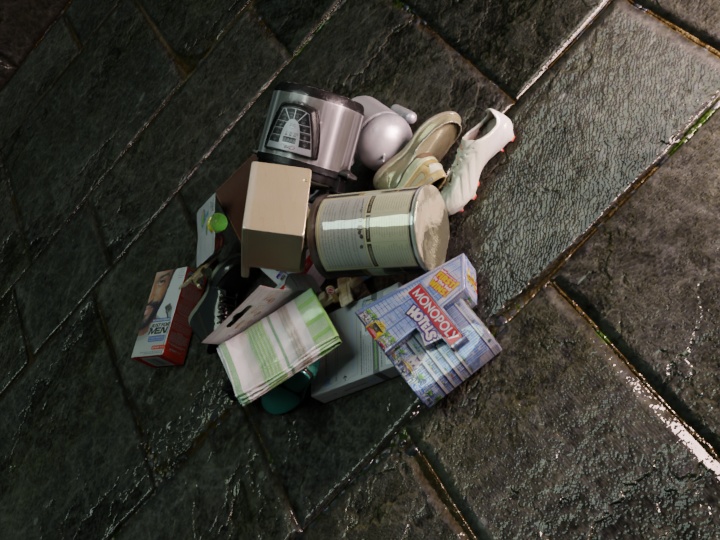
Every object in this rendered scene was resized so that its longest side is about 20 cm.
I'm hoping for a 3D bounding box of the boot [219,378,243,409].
[{"bbox_3d":[-0.172,0.160,1.750,0.198,0.073,0.163,-48,-2,-20],"label":"boot"}]

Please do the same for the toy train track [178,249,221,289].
[{"bbox_3d":[-0.317,-0.001,2.002,0.115,0.033,0.200,-41,11,7],"label":"toy train track"}]

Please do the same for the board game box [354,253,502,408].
[{"bbox_3d":[0.124,0.079,1.534,0.200,0.062,0.200,-40,50,1],"label":"board game box"}]

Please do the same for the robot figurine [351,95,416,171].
[{"bbox_3d":[0.025,-0.259,1.829,0.169,0.113,0.200,-37,41,-7],"label":"robot figurine"}]

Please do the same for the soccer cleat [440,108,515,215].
[{"bbox_3d":[0.185,-0.187,1.658,0.200,0.077,0.069,-55,41,2],"label":"soccer cleat"}]

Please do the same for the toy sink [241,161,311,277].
[{"bbox_3d":[-0.144,-0.077,1.674,0.200,0.111,0.131,106,170,-63],"label":"toy sink"}]

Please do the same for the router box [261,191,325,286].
[{"bbox_3d":[-0.106,-0.057,1.876,0.200,0.049,0.179,-55,41,2],"label":"router box"}]

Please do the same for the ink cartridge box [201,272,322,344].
[{"bbox_3d":[-0.179,0.068,1.712,0.160,0.200,0.047,-43,66,20],"label":"ink cartridge box"}]

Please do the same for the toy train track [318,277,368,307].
[{"bbox_3d":[0.000,0.000,1.718,0.200,0.033,0.115,-34,23,10],"label":"toy train track"}]

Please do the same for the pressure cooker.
[{"bbox_3d":[-0.092,-0.222,1.735,0.176,0.178,0.201,23,98,65],"label":"pressure cooker"}]

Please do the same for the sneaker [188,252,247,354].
[{"bbox_3d":[-0.264,0.068,1.935,0.200,0.075,0.106,-58,44,19],"label":"sneaker"}]

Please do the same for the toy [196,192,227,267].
[{"bbox_3d":[-0.293,-0.076,1.925,0.200,0.047,0.116,151,119,-72],"label":"toy"}]

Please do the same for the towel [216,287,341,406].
[{"bbox_3d":[-0.142,0.123,1.628,0.200,0.031,0.149,-33,45,1],"label":"towel"}]

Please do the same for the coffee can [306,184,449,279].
[{"bbox_3d":[0.031,-0.063,1.621,0.199,0.146,0.147,-3,63,27],"label":"coffee can"}]

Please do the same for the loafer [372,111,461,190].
[{"bbox_3d":[0.113,-0.200,1.742,0.200,0.076,0.068,-45,53,9],"label":"loafer"}]

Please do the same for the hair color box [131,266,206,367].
[{"bbox_3d":[-0.406,0.100,2.055,0.111,0.064,0.201,-10,58,41],"label":"hair color box"}]

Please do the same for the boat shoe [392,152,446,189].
[{"bbox_3d":[0.082,-0.108,1.695,0.076,0.071,0.200,53,126,32],"label":"boat shoe"}]

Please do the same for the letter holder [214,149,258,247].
[{"bbox_3d":[-0.178,-0.124,1.876,0.142,0.100,0.200,-45,43,10],"label":"letter holder"}]

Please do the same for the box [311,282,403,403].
[{"bbox_3d":[0.001,0.126,1.667,0.199,0.041,0.157,-24,50,30],"label":"box"}]

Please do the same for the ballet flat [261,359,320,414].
[{"bbox_3d":[-0.116,0.189,1.694,0.071,0.067,0.200,-61,6,-37],"label":"ballet flat"}]
